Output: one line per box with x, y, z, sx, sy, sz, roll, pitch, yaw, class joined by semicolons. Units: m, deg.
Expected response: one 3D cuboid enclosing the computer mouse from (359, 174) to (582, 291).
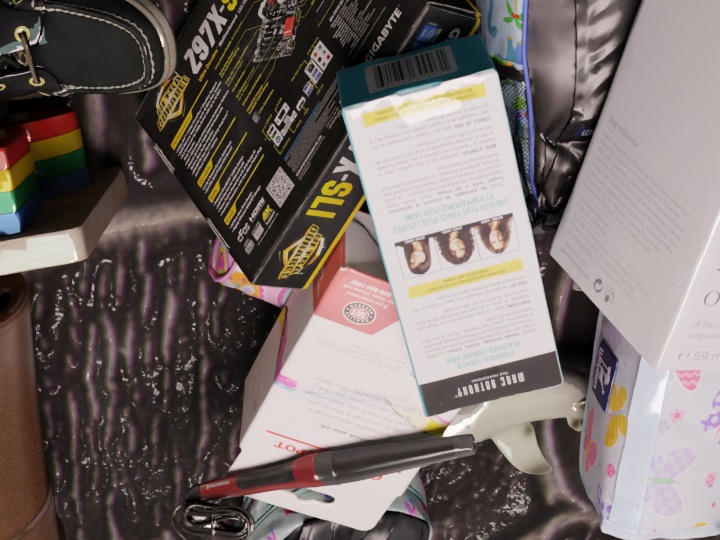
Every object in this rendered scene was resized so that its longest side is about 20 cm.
0.082;-0.060;0.990;0.199;0.053;0.140;4;103;-15;computer mouse

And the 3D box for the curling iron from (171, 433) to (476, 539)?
-0.023;0.133;0.949;0.199;0.026;0.050;-19;91;10;curling iron

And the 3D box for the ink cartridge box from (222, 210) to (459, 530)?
-0.002;0.067;0.960;0.116;0.068;0.201;20;125;-16;ink cartridge box

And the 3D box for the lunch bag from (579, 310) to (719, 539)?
0.210;0.063;0.974;0.126;0.200;0.171;16;110;28;lunch bag

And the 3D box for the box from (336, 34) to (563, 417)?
0.050;-0.020;0.827;0.082;0.049;0.201;-14;122;3;box

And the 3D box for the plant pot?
-0.291;0.100;0.988;0.199;0.201;0.200;2;114;-7;plant pot

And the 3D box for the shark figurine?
0.131;0.086;1.072;0.213;0.090;0.129;8;120;-23;shark figurine

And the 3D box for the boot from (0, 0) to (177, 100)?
-0.217;-0.105;0.833;0.202;0.154;0.074;12;127;25;boot

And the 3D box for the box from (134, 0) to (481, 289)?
-0.038;-0.115;0.884;0.049;0.160;0.201;6;127;-45;box

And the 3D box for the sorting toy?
-0.251;-0.044;0.896;0.199;0.199;0.070;-10;103;0;sorting toy

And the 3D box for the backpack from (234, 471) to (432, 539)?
-0.027;0.202;1.102;0.166;0.127;0.201;-1;134;-21;backpack

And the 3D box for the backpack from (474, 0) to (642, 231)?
0.147;-0.155;0.873;0.182;0.147;0.201;-18;129;-9;backpack

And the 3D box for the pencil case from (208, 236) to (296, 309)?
0.000;0.000;1.005;0.199;0.088;0.088;22;118;-17;pencil case

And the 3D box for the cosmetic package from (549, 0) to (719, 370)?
0.237;-0.061;0.804;0.198;0.123;0.201;0;121;-27;cosmetic package
